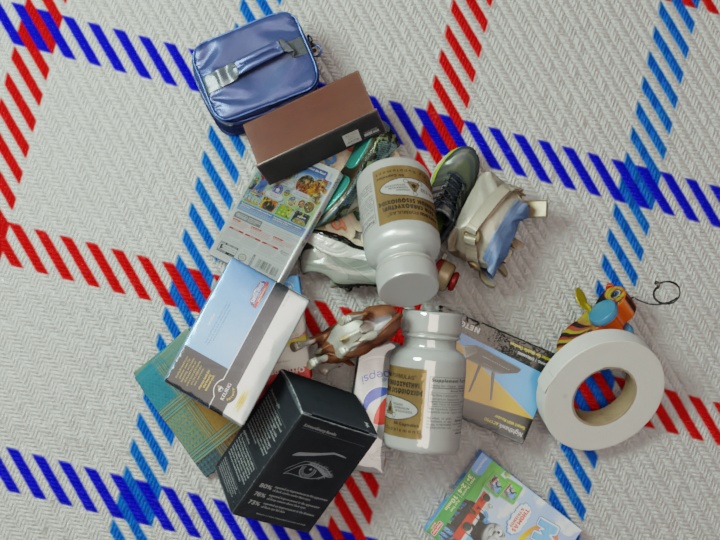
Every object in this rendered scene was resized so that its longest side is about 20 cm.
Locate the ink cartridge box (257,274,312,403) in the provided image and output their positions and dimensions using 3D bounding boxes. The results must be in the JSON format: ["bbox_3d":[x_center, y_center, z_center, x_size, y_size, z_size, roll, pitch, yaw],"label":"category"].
[{"bbox_3d":[-0.137,0.114,1.690,0.114,0.067,0.203,-8,88,-3],"label":"ink cartridge box"}]

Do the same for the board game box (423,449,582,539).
[{"bbox_3d":[0.221,0.402,1.708,0.199,0.037,0.152,37,86,-1],"label":"board game box"}]

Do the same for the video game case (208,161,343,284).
[{"bbox_3d":[-0.130,-0.086,1.682,0.142,0.018,0.202,24,80,30],"label":"video game case"}]

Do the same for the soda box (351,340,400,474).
[{"bbox_3d":[0.016,0.207,1.692,0.062,0.068,0.203,8,86,-2],"label":"soda box"}]

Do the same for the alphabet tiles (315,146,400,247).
[{"bbox_3d":[-0.011,-0.108,1.732,0.198,0.015,0.197,-31,91,-3],"label":"alphabet tiles"}]

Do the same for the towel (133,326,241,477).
[{"bbox_3d":[-0.246,0.202,1.676,0.146,0.022,0.201,-36,91,26],"label":"towel"}]

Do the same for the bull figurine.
[{"bbox_3d":[-0.024,0.103,1.606,0.121,0.199,0.066,-15,75,-46],"label":"bull figurine"}]

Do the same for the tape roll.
[{"bbox_3d":[0.365,0.184,1.675,0.200,0.037,0.205,-6,120,-10],"label":"tape roll"}]

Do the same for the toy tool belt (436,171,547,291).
[{"bbox_3d":[0.199,-0.040,1.687,0.122,0.125,0.202,27,87,7],"label":"toy tool belt"}]

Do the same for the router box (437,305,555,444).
[{"bbox_3d":[0.188,0.161,1.709,0.198,0.051,0.151,22,89,-1],"label":"router box"}]

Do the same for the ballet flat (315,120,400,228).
[{"bbox_3d":[-0.004,-0.136,1.697,0.074,0.074,0.201,35,91,0],"label":"ballet flat"}]

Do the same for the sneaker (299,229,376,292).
[{"bbox_3d":[0.000,0.000,1.695,0.198,0.074,0.080,19,97,3],"label":"sneaker"}]

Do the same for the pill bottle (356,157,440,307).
[{"bbox_3d":[0.058,-0.055,1.603,0.113,0.115,0.202,-5,56,-3],"label":"pill bottle"}]

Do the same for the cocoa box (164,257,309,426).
[{"bbox_3d":[-0.179,0.103,1.578,0.130,0.133,0.202,29,81,-3],"label":"cocoa box"}]

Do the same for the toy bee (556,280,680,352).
[{"bbox_3d":[0.389,0.073,1.705,0.197,0.109,0.132,-16,114,1],"label":"toy bee"}]

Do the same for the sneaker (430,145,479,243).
[{"bbox_3d":[0.133,-0.101,1.700,0.073,0.081,0.202,27,85,-12],"label":"sneaker"}]

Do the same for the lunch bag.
[{"bbox_3d":[-0.151,-0.302,1.677,0.198,0.132,0.137,-24,89,-3],"label":"lunch bag"}]

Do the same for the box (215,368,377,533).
[{"bbox_3d":[-0.095,0.266,1.608,0.147,0.105,0.201,24,109,-35],"label":"box"}]

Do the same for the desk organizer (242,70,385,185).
[{"bbox_3d":[-0.071,-0.215,1.656,0.198,0.072,0.078,-24,67,4],"label":"desk organizer"}]

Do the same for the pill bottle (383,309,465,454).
[{"bbox_3d":[0.097,0.162,1.617,0.113,0.114,0.203,5,89,-2],"label":"pill bottle"}]
